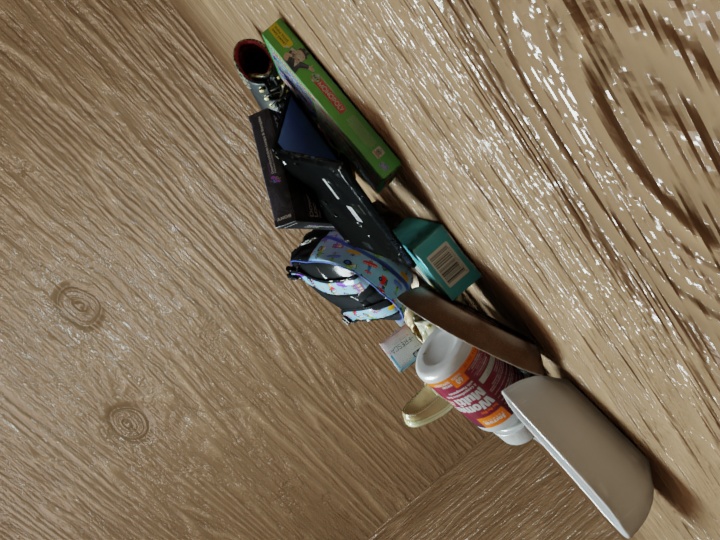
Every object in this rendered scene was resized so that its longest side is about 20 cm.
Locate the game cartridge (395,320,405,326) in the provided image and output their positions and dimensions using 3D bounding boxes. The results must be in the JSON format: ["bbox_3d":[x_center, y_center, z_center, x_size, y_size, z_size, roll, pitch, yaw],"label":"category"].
[{"bbox_3d":[0.080,0.015,1.141,0.041,0.134,0.200,-5,138,31],"label":"game cartridge"}]

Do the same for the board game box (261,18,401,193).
[{"bbox_3d":[-0.031,-0.183,0.626,0.200,0.029,0.135,50,180,-2],"label":"board game box"}]

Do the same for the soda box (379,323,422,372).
[{"bbox_3d":[0.088,0.152,1.050,0.069,0.063,0.200,53,-178,10],"label":"soda box"}]

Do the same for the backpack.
[{"bbox_3d":[0.000,0.000,0.862,0.182,0.135,0.200,41,161,-23],"label":"backpack"}]

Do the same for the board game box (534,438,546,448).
[{"bbox_3d":[0.286,0.249,1.032,0.147,0.064,0.200,38,179,-14],"label":"board game box"}]

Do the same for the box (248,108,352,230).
[{"bbox_3d":[-0.064,-0.127,0.717,0.200,0.036,0.144,-9,-97,-63],"label":"box"}]

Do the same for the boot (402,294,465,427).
[{"bbox_3d":[0.122,0.146,0.878,0.155,0.200,0.072,57,168,-18],"label":"boot"}]

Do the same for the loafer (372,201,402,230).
[{"bbox_3d":[0.037,-0.072,0.981,0.071,0.073,0.200,50,180,-23],"label":"loafer"}]

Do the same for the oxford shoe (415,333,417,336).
[{"bbox_3d":[0.157,0.129,1.068,0.200,0.072,0.071,50,180,39],"label":"oxford shoe"}]

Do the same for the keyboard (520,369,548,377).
[{"bbox_3d":[0.243,0.133,0.841,0.127,0.021,0.200,50,-179,-9],"label":"keyboard"}]

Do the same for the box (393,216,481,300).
[{"bbox_3d":[0.091,-0.023,0.719,0.082,0.049,0.200,50,180,-10],"label":"box"}]

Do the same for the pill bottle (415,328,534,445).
[{"bbox_3d":[0.187,0.174,0.810,0.200,0.110,0.110,41,-177,-18],"label":"pill bottle"}]

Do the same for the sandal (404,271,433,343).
[{"bbox_3d":[0.104,0.067,0.950,0.069,0.077,0.213,-3,104,45],"label":"sandal"}]

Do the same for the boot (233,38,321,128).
[{"bbox_3d":[-0.114,-0.244,0.815,0.204,0.073,0.154,57,-176,15],"label":"boot"}]

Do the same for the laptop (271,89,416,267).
[{"bbox_3d":[-0.014,-0.116,0.652,0.199,0.104,0.177,22,160,46],"label":"laptop"}]

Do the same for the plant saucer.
[{"bbox_3d":[0.140,0.067,0.660,0.199,0.032,0.200,26,-175,-3],"label":"plant saucer"}]

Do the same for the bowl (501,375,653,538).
[{"bbox_3d":[0.277,0.219,0.657,0.200,0.075,0.200,51,180,38],"label":"bowl"}]

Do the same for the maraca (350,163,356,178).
[{"bbox_3d":[-0.080,-0.184,0.959,0.200,0.107,0.137,50,173,7],"label":"maraca"}]
